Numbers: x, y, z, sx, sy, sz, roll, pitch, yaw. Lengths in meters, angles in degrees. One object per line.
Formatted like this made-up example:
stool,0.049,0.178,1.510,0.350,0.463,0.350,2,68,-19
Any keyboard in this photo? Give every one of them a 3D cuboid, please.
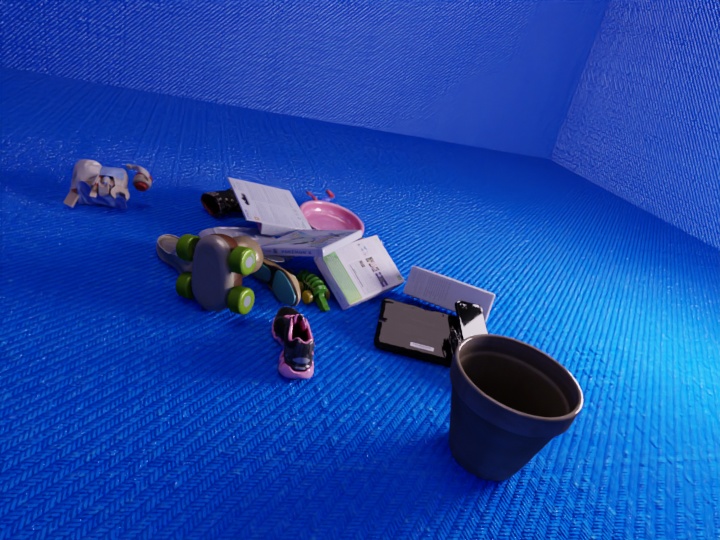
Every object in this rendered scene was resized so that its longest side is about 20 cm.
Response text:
keyboard,0.220,0.154,1.053,0.104,0.040,0.201,16,50,-26

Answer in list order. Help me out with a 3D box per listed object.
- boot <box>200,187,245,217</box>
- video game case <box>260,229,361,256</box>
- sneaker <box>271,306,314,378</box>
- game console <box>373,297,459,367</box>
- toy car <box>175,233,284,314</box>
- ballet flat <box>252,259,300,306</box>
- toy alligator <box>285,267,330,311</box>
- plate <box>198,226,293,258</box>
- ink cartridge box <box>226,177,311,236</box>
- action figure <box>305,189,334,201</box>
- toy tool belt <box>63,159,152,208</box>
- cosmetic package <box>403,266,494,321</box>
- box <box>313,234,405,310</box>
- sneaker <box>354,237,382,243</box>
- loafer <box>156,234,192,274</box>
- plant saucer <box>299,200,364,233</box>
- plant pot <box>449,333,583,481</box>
boot,-0.351,-0.189,1.487,0.200,0.073,0.150,34,35,28
video game case,-0.119,-0.070,1.234,0.181,0.022,0.200,3,18,26
sneaker,-0.121,0.113,0.971,0.079,0.096,0.200,2,27,-19
game console,0.133,0.137,1.134,0.199,0.117,0.176,14,56,1
toy car,-0.261,-0.009,1.092,0.164,0.159,0.200,13,17,22
ballet flat,-0.182,0.016,1.167,0.063,0.069,0.200,-5,31,-46
toy alligator,-0.124,0.024,1.190,0.059,0.054,0.200,-6,32,-36
plate,-0.292,-0.075,1.302,0.199,0.032,0.200,0,20,-29
ink cartridge box,-0.252,-0.166,1.389,0.199,0.043,0.197,6,38,-37
action figure,-0.155,-0.219,1.643,0.099,0.065,0.200,31,25,-5
toy tool belt,-0.662,-0.207,1.352,0.199,0.125,0.123,4,58,-11
cosmetic package,0.211,0.055,1.220,0.199,0.072,0.101,20,3,12
box,0.000,0.000,1.232,0.200,0.036,0.145,-19,72,-43
sneaker,-0.021,-0.041,1.328,0.076,0.092,0.200,32,32,33
loafer,-0.401,-0.041,1.169,0.075,0.069,0.200,-14,37,-44
plant saucer,-0.090,-0.134,1.504,0.200,0.051,0.201,16,31,-10
plant pot,0.221,0.229,0.813,0.199,0.174,0.200,11,25,-5
